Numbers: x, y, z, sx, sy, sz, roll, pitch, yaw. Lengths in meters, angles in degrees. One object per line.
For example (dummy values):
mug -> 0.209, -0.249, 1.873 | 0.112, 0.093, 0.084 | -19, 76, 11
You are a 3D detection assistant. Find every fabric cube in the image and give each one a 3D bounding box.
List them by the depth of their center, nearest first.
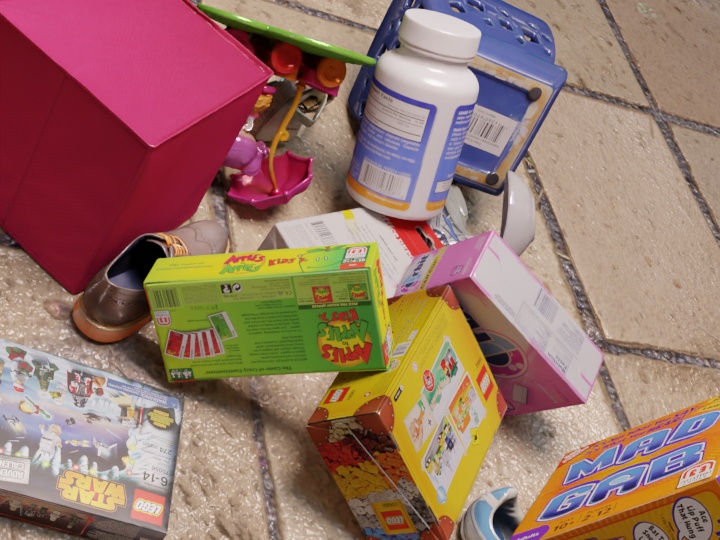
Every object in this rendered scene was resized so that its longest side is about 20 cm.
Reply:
fabric cube -> -0.239, -0.142, 1.097 | 0.200, 0.200, 0.196 | 41, 41, 6

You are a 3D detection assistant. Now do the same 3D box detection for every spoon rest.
spoon rest -> 0.166, -0.012, 1.328 | 0.060, 0.099, 0.201 | -3, 80, 2

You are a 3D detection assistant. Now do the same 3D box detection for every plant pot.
plant pot -> 0.117, -0.211, 1.394 | 0.199, 0.201, 0.180 | 19, 27, -19

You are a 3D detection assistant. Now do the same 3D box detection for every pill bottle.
pill bottle -> 0.060, -0.164, 1.247 | 0.111, 0.201, 0.112 | 13, 24, -6

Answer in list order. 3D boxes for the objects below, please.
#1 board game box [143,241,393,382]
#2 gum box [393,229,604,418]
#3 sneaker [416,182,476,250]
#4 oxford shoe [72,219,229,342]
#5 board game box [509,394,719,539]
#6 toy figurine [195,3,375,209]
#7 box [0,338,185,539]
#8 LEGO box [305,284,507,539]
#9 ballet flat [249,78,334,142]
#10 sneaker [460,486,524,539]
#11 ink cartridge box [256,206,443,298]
board game box -> -0.078, 0.037, 1.034 | 0.199, 0.102, 0.048 | -4, 28, 11
gum box -> 0.142, 0.061, 1.193 | 0.200, 0.113, 0.066 | 46, 53, -21
sneaker -> 0.086, -0.023, 1.328 | 0.085, 0.077, 0.201 | 4, 40, -27
oxford shoe -> -0.178, -0.005, 1.106 | 0.071, 0.073, 0.200 | 40, 39, 6
board game box -> 0.280, 0.252, 1.027 | 0.201, 0.199, 0.200 | 61, 31, -2
toy figurine -> -0.101, -0.157, 1.229 | 0.199, 0.185, 0.150 | 12, 10, -34
box -> -0.244, 0.134, 0.950 | 0.199, 0.040, 0.137 | 20, 43, -20
LEGO box -> 0.049, 0.132, 1.087 | 0.150, 0.077, 0.200 | 64, 34, -21
ballet flat -> -0.085, -0.185, 1.358 | 0.067, 0.068, 0.200 | 46, 41, 1
sneaker -> 0.160, 0.288, 1.072 | 0.072, 0.073, 0.201 | -10, 59, -43
ink cartridge box -> 0.000, 0.000, 1.237 | 0.199, 0.067, 0.116 | -12, 60, -43
